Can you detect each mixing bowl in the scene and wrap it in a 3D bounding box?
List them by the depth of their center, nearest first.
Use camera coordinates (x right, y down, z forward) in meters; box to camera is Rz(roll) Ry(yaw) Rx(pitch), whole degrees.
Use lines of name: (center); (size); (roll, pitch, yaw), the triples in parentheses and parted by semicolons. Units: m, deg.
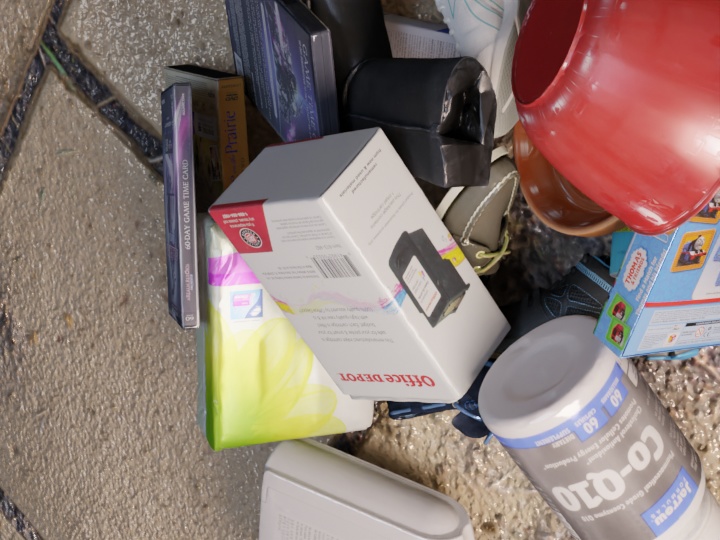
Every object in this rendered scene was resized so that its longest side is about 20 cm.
mixing bowl: (0.163, -0.131, 0.954); (0.200, 0.108, 0.202); (-164, 90, -73)

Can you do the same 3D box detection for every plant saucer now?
plant saucer: (0.181, -0.123, 1.105); (0.200, 0.032, 0.202); (-29, 56, 55)

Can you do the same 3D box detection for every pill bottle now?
pill bottle: (0.184, 0.141, 1.128); (0.113, 0.114, 0.200); (-18, 121, 39)

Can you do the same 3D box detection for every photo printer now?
photo printer: (0.008, 0.248, 1.335); (0.199, 0.069, 0.167); (20, 128, 20)

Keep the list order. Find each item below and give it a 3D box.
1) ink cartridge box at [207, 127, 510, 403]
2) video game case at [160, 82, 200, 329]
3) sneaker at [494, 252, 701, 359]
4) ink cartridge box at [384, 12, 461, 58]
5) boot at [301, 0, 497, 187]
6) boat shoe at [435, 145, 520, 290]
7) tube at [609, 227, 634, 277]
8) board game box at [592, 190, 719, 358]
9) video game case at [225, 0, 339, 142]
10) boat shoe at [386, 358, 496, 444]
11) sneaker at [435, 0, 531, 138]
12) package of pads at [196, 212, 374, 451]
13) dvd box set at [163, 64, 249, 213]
ink cartridge box: (0.000, 0.000, 1.165); (0.145, 0.083, 0.200); (-3, 130, 50)
video game case: (-0.156, -0.056, 1.310); (0.143, 0.019, 0.202); (-163, 72, -78)
sneaker: (0.172, 0.030, 1.188); (0.199, 0.073, 0.083); (-3, 85, 32)
ink cartridge box: (0.031, -0.148, 1.257); (0.199, 0.042, 0.120); (19, 113, 36)
boot: (0.027, -0.153, 1.139); (0.200, 0.065, 0.166); (-149, 44, -64)
boat shoe: (0.088, -0.019, 1.206); (0.060, 0.072, 0.202); (49, 146, 19)
tube: (0.216, -0.092, 1.111); (0.077, 0.050, 0.202); (3, 84, 31)
board game box: (0.255, -0.037, 1.043); (0.037, 0.151, 0.201); (45, 127, 41)
video game case: (-0.066, -0.171, 1.239); (0.200, 0.019, 0.144); (50, 153, 48)
boat shoe: (0.103, 0.106, 1.252); (0.199, 0.084, 0.069); (3, 85, 51)
sneaker: (0.093, -0.198, 1.152); (0.080, 0.070, 0.202); (0, 81, 26)
package of pads: (-0.062, 0.046, 1.312); (0.068, 0.153, 0.202); (-145, 54, -63)
dvd box set: (-0.135, -0.080, 1.371); (0.146, 0.029, 0.202); (-157, 61, -63)
